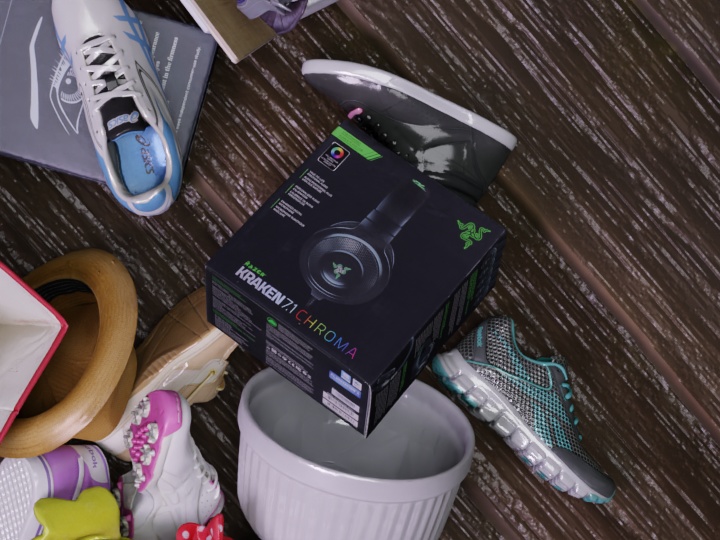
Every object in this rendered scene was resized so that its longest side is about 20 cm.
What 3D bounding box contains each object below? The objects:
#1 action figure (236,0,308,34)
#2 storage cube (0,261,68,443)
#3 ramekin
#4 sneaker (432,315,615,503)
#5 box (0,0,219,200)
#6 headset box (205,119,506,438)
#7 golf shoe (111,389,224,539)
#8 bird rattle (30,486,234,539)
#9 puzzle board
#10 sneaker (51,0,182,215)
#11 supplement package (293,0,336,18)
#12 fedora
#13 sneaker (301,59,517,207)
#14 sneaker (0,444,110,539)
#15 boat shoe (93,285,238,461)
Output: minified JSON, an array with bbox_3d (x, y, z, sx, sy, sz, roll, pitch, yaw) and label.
[{"bbox_3d":[-0.125,-0.268,1.497,0.198,0.069,0.131,25,73,-15],"label":"action figure"},{"bbox_3d":[-0.375,0.061,1.500,0.200,0.179,0.172,46,60,-34],"label":"storage cube"},{"bbox_3d":[-0.011,0.166,1.586,0.198,0.201,0.106,10,114,-6],"label":"ramekin"},{"bbox_3d":[0.159,0.119,1.663,0.200,0.078,0.091,44,84,-7],"label":"sneaker"},{"bbox_3d":[-0.229,-0.152,1.594,0.198,0.104,0.150,17,91,-6],"label":"box"},{"bbox_3d":[0.000,0.000,1.560,0.173,0.093,0.200,35,63,16],"label":"headset box"},{"bbox_3d":[-0.154,0.167,1.596,0.090,0.201,0.076,-1,50,-18],"label":"golf shoe"},{"bbox_3d":[-0.180,0.267,1.524,0.198,0.113,0.164,17,68,21],"label":"bird rattle"},{"bbox_3d":[-0.141,-0.268,1.584,0.017,0.151,0.201,-35,96,25],"label":"puzzle board"},{"bbox_3d":[-0.191,-0.141,1.511,0.071,0.072,0.202,-21,93,-3],"label":"sneaker"},{"bbox_3d":[0.010,-0.311,1.607,0.199,0.117,0.118,-28,95,-5],"label":"supplement package"},{"bbox_3d":[-0.243,0.080,1.587,0.201,0.200,0.082,-48,132,-2],"label":"fedora"},{"bbox_3d":[0.030,-0.108,1.639,0.198,0.071,0.100,23,85,-11],"label":"sneaker"},{"bbox_3d":[-0.272,0.231,1.622,0.073,0.114,0.201,45,120,25],"label":"sneaker"},{"bbox_3d":[-0.150,0.084,1.633,0.200,0.074,0.069,-40,123,3],"label":"boat shoe"}]
